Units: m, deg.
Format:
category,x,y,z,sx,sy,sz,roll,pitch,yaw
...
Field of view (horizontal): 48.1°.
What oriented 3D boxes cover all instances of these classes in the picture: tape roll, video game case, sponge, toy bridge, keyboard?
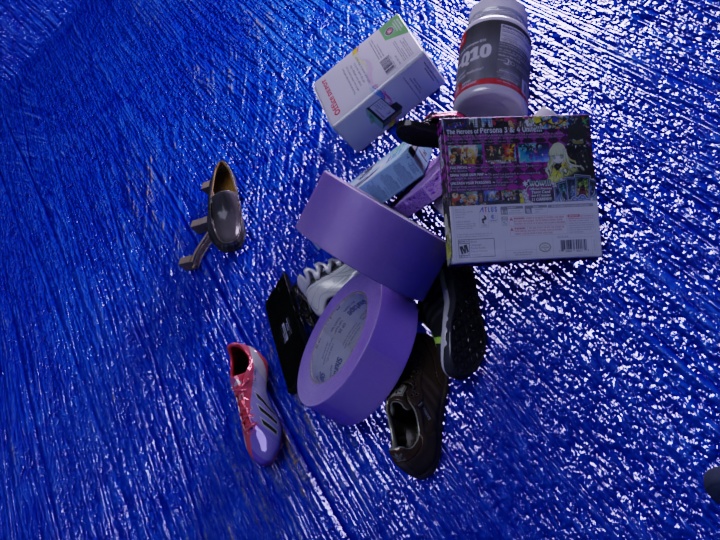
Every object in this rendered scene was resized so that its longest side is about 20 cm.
category,x,y,z,sx,sy,sz,roll,pitch,yaw
tape roll,0.018,-0.046,1.065,0.199,0.198,0.086,37,100,47
video game case,0.199,-0.101,1.011,0.195,0.036,0.186,-3,84,-7
sponge,0.099,-0.127,1.160,0.112,0.030,0.200,-48,7,-15
toy bridge,-0.298,-0.090,1.558,0.066,0.027,0.203,-13,53,32
keyboard,-0.098,0.091,1.272,0.105,0.039,0.202,-55,38,30
tape roll,-0.007,0.104,1.099,0.200,0.065,0.202,-47,25,29

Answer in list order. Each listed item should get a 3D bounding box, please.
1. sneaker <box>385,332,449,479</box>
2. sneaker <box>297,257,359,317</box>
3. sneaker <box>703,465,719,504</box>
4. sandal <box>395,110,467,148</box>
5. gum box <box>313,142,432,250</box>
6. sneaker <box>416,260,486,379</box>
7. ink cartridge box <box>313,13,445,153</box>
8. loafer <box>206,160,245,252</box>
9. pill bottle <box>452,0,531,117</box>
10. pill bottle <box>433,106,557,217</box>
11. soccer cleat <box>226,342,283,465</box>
category,x,y,z,sx,sy,sz,roll,pitch,yaw
sneaker,0.070,0.160,1.041,0.069,0.075,0.203,-20,51,27
sneaker,0.000,0.000,1.226,0.198,0.075,0.082,-33,64,15
sneaker,0.406,0.223,0.720,0.197,0.070,0.083,-4,56,40
sandal,0.134,-0.202,1.160,0.075,0.196,0.046,-4,84,60
gum box,0.016,-0.126,1.242,0.198,0.045,0.170,-34,11,19
sneaker,0.117,0.065,1.088,0.082,0.071,0.203,-35,38,39
ink cartridge box,0.029,-0.326,1.408,0.199,0.084,0.146,-37,44,13
loafer,-0.254,-0.119,1.494,0.071,0.073,0.202,-10,48,-11
pill bottle,0.203,-0.312,1.230,0.112,0.114,0.203,-12,54,33
pill bottle,0.204,-0.122,1.099,0.200,0.113,0.113,-44,43,7
soccer cleat,-0.165,0.198,1.210,0.066,0.076,0.202,-31,45,18
